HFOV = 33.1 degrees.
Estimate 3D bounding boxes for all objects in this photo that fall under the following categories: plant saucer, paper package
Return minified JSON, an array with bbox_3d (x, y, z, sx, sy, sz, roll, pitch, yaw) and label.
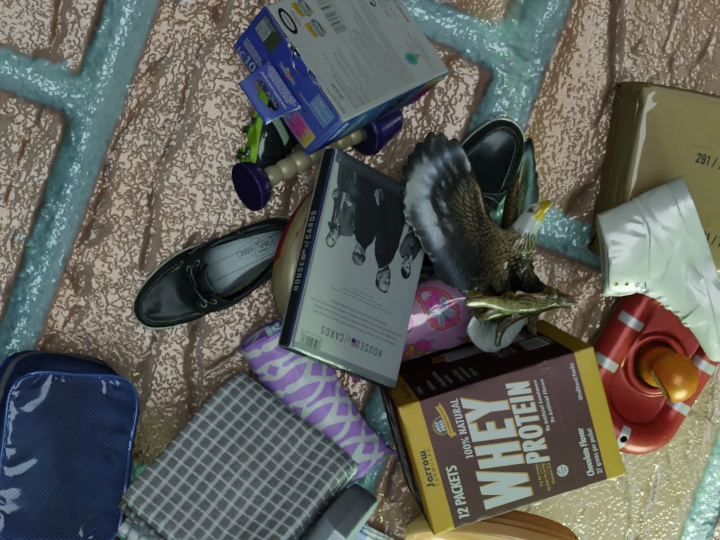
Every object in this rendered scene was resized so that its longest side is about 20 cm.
[{"bbox_3d":[0.146,0.285,1.279,0.199,0.200,0.038,16,67,-8],"label":"plant saucer"},{"bbox_3d":[0.363,-0.092,1.301,0.198,0.103,0.192,8,97,-8],"label":"paper package"}]

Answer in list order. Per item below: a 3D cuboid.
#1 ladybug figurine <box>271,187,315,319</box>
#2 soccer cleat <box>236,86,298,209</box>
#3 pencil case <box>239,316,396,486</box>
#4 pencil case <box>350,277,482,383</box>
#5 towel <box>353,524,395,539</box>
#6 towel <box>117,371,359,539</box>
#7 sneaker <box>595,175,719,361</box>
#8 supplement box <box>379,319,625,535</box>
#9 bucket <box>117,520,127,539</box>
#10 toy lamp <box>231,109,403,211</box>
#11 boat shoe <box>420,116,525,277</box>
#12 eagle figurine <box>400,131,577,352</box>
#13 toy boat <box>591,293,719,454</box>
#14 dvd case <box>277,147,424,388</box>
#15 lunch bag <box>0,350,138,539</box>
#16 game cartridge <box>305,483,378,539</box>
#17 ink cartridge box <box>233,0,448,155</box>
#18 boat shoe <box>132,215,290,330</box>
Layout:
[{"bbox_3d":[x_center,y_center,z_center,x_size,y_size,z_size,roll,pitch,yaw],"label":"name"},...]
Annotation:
[{"bbox_3d":[-0.028,-0.021,1.239,0.136,0.072,0.201,52,57,-31],"label":"ladybug figurine"},{"bbox_3d":[-0.077,-0.157,1.264,0.080,0.067,0.202,13,93,-17],"label":"soccer cleat"},{"bbox_3d":[-0.049,0.134,1.288,0.085,0.084,0.201,-32,101,-14],"label":"pencil case"},{"bbox_3d":[0.064,0.050,1.293,0.199,0.087,0.088,-19,98,-4],"label":"pencil case"},{"bbox_3d":[0.024,0.372,1.350,0.199,0.024,0.148,30,94,-7],"label":"towel"},{"bbox_3d":[-0.120,0.216,1.189,0.165,0.086,0.200,36,56,9],"label":"towel"},{"bbox_3d":[0.304,0.016,1.233,0.115,0.074,0.201,-21,103,8],"label":"sneaker"},{"bbox_3d":[0.136,0.154,1.252,0.199,0.197,0.134,-17,97,-4],"label":"supplement box"},{"bbox_3d":[-0.197,0.363,1.236,0.134,0.207,0.209,11,95,-16],"label":"bucket"},{"bbox_3d":[-0.039,-0.123,1.241,0.199,0.058,0.059,-28,100,-30],"label":"toy lamp"},{"bbox_3d":[0.112,-0.076,1.294,0.074,0.062,0.200,38,89,-7],"label":"boat shoe"},{"bbox_3d":[0.139,-0.035,1.214,0.150,0.201,0.152,-30,143,10],"label":"eagle figurine"},{"bbox_3d":[0.321,0.106,1.299,0.130,0.131,0.201,29,97,-8],"label":"toy boat"},{"bbox_3d":[0.000,0.000,1.198,0.150,0.025,0.202,25,72,-41],"label":"dvd case"},{"bbox_3d":[-0.310,0.186,1.238,0.135,0.132,0.202,9,93,-22],"label":"lunch bag"},{"bbox_3d":[-0.036,0.280,1.225,0.040,0.200,0.134,39,94,8],"label":"game cartridge"},{"bbox_3d":[-0.028,-0.205,1.194,0.200,0.076,0.137,-31,85,-42],"label":"ink cartridge box"},{"bbox_3d":[-0.149,0.004,1.268,0.198,0.066,0.075,-23,96,-4],"label":"boat shoe"}]
